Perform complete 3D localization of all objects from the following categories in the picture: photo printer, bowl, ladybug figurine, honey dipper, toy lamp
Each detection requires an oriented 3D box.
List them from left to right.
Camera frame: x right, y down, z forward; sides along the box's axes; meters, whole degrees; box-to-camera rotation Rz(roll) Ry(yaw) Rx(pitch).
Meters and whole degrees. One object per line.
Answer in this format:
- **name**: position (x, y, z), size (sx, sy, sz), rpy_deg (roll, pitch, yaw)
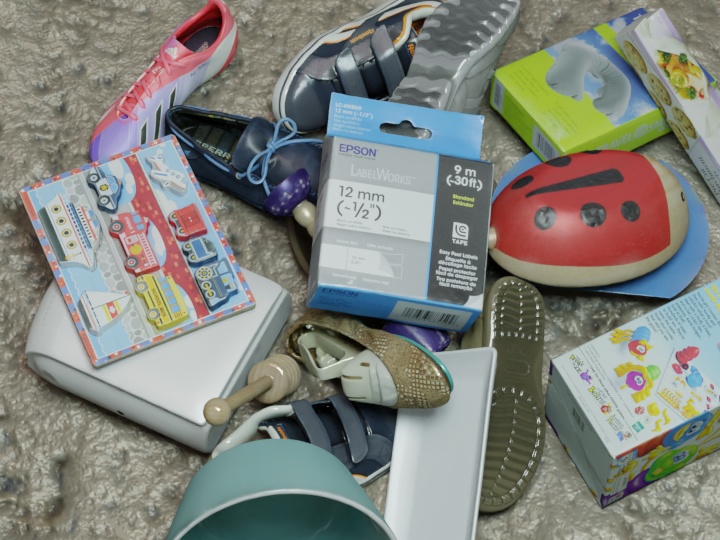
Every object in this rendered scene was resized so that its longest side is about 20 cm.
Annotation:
- **photo printer**: position (-0.182, 0.050, 1.682), size (0.198, 0.070, 0.167), rpy_deg (23, 62, 14)
- **honey dipper**: position (-0.090, 0.100, 1.586), size (0.038, 0.200, 0.038), rpy_deg (1, 95, 12)
- **bowl**: position (-0.069, 0.211, 1.531), size (0.198, 0.202, 0.106), rpy_deg (-7, 40, -3)
- **toy lamp**: position (0.000, 0.000, 1.672), size (0.058, 0.058, 0.200), rpy_deg (-38, 82, -19)
- **ladybug figurine**: position (0.197, -0.052, 1.670), size (0.198, 0.072, 0.136), rpy_deg (-15, 49, -21)

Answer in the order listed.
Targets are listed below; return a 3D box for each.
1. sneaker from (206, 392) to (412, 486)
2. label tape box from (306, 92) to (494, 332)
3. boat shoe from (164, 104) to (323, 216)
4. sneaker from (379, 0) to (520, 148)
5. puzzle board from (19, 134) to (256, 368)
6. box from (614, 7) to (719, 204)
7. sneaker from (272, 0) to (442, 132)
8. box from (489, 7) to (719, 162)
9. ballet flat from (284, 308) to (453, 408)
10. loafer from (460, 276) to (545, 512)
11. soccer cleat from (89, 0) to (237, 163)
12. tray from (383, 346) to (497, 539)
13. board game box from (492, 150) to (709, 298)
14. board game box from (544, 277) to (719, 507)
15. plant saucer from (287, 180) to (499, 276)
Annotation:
- **sneaker**: position (-0.038, 0.148, 1.617), size (0.198, 0.080, 0.079), rpy_deg (-25, 61, -14)
- **label tape box**: position (0.037, -0.060, 1.635), size (0.142, 0.066, 0.202), rpy_deg (9, 71, -8)
- **boat shoe**: position (-0.099, -0.100, 1.747), size (0.198, 0.069, 0.085), rpy_deg (11, 60, 23)
- **sneaker**: position (0.083, -0.174, 1.762), size (0.074, 0.082, 0.201), rpy_deg (26, 73, 31)
- **puzzle board**: position (-0.196, -0.022, 1.677), size (0.149, 0.017, 0.201), rpy_deg (-20, 58, -14)
- **box**: position (0.303, -0.142, 1.739), size (0.039, 0.041, 0.201), rpy_deg (-37, 100, -18)
- **sneaker**: position (0.011, -0.193, 1.796), size (0.199, 0.079, 0.079), rpy_deg (-38, 37, -20)
- **box**: position (0.235, -0.169, 1.794), size (0.199, 0.048, 0.122), rpy_deg (-25, 55, -20)
- **ballet flat**: position (0.000, 0.081, 1.622), size (0.065, 0.071, 0.199), rpy_deg (-27, 25, -24)
- **loafer**: position (0.116, 0.108, 1.643), size (0.075, 0.067, 0.202), rpy_deg (16, 74, -18)
- **soccer cleat**: position (-0.188, -0.175, 1.810), size (0.066, 0.077, 0.200), rpy_deg (33, 65, 19)
- **tray**: position (0.068, 0.166, 1.585), size (0.107, 0.022, 0.202), rpy_deg (-9, 68, 47)
- **board game box**: position (0.213, -0.033, 1.740), size (0.198, 0.039, 0.159), rpy_deg (5, 52, 2)
- **board game box**: position (0.267, 0.097, 1.623), size (0.198, 0.103, 0.105), rpy_deg (-24, 62, -12)
- **plant saucer**: position (0.032, -0.043, 1.755), size (0.198, 0.030, 0.202), rpy_deg (-1, 60, 1)
